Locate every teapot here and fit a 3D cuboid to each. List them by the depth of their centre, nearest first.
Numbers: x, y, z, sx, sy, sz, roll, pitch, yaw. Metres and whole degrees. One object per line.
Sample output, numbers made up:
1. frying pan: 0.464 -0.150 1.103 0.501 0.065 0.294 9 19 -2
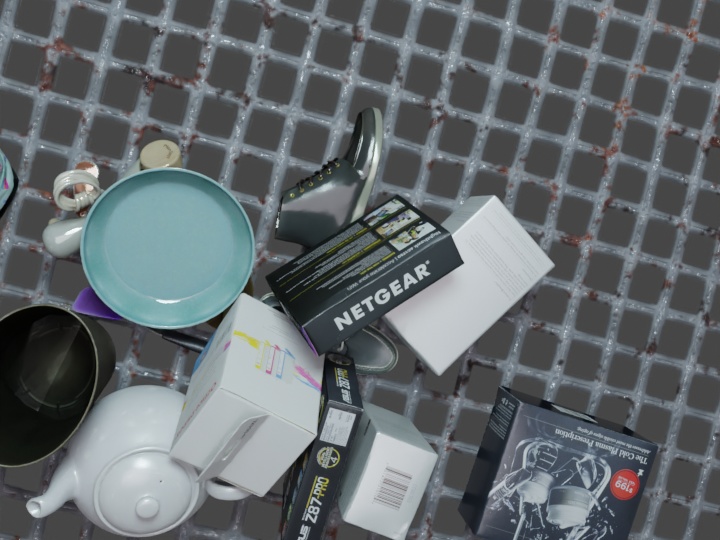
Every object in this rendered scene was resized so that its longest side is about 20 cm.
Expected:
1. teapot: -0.253 0.244 1.005 0.200 0.146 0.198 -42 116 -1

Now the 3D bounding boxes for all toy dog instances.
1. toy dog: -0.297 -0.099 1.027 0.199 0.096 0.132 -17 137 -34

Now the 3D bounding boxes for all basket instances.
1. basket: -0.360 0.118 0.980 0.136 0.200 0.181 26 89 -6

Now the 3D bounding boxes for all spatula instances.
1. spatula: -0.264 0.069 1.072 0.199 0.057 0.021 27 124 -14

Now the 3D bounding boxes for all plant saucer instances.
1. plant saucer: -0.226 -0.029 0.994 0.199 0.036 0.201 -4 113 -10

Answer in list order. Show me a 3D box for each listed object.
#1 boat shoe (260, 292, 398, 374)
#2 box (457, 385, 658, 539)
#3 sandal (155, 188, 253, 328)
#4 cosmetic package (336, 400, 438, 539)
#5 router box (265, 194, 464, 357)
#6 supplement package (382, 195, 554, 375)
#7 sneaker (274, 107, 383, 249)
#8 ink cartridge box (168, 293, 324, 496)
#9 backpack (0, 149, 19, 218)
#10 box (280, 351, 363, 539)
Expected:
1. boat shoe: -0.042 0.087 1.085 0.199 0.062 0.073 24 89 -7
2. box: 0.257 0.275 1.108 0.199 0.104 0.183 18 92 -7
3. sandal: -0.194 -0.019 1.056 0.080 0.054 0.201 -26 117 -5
4. cosmetic package: 0.022 0.238 1.031 0.081 0.200 0.113 23 88 -8
5. router box: 0.000 0.000 0.989 0.200 0.149 0.051 -32 120 -7
6. supplement package: 0.120 0.014 1.071 0.200 0.120 0.121 -42 98 -3
7. sneaker: -0.040 -0.119 1.067 0.106 0.075 0.201 15 92 -10
8. ink cartridge box: -0.129 0.153 0.985 0.125 0.200 0.129 28 121 -16
9. backpack: -0.506 -0.082 0.991 0.167 0.127 0.200 43 84 -3
10. box: -0.049 0.219 1.022 0.049 0.161 0.201 15 104 -6
